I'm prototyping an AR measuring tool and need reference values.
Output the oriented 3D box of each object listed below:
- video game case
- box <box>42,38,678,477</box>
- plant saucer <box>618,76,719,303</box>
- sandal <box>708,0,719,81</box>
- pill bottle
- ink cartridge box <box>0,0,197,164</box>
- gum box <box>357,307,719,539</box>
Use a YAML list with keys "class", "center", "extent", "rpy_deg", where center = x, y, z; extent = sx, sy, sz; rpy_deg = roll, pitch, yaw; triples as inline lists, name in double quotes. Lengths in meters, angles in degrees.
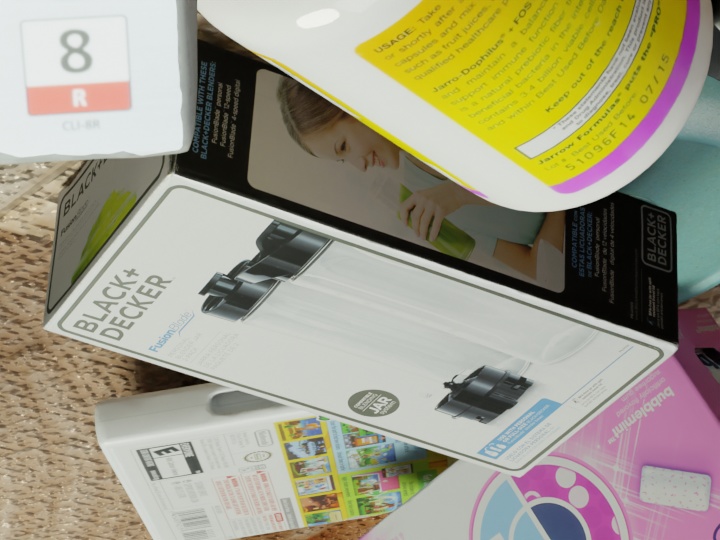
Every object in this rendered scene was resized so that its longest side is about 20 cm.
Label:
- class: "video game case"
  center: [-0.013, 0.078, 1.132]
  extent: [0.181, 0.023, 0.200]
  rpy_deg: [-9, 161, 0]
- class: "box"
  center: [0.000, 0.000, 0.923]
  extent: [0.199, 0.060, 0.117]
  rpy_deg: [20, 144, -22]
- class: "plant saucer"
  center: [0.083, -0.022, 0.991]
  extent: [0.199, 0.028, 0.200]
  rpy_deg: [-7, 152, -4]
- class: "sandal"
  center: [0.160, -0.071, 0.884]
  extent: [0.076, 0.043, 0.200]
  rpy_deg: [-33, 143, 22]
- class: "pill bottle"
  center: [0.014, -0.095, 0.739]
  extent: [0.104, 0.105, 0.200]
  rpy_deg: [-23, 150, 26]
- class: "ink cartridge box"
  center: [-0.121, -0.118, 0.604]
  extent: [0.161, 0.050, 0.201]
  rpy_deg: [-3, 124, -4]
- class: "gum box"
  center: [0.097, 0.113, 1.077]
  extent: [0.200, 0.114, 0.066]
  rpy_deg: [-40, 163, 24]
